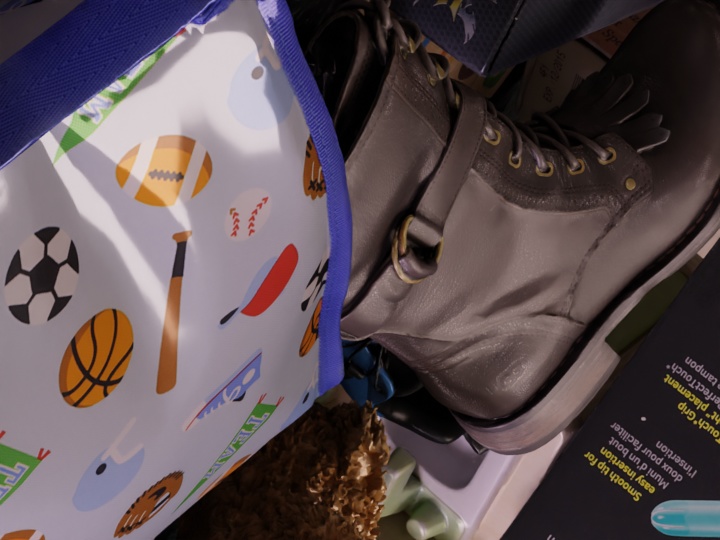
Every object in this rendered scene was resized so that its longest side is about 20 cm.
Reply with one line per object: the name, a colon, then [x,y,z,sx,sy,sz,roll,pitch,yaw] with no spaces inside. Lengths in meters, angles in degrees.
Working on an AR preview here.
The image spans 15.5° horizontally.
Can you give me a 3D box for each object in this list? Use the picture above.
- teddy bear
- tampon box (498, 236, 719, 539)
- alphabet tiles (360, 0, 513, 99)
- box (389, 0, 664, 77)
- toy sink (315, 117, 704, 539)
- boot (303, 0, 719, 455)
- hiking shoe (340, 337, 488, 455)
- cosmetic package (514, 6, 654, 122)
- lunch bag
teddy bear: [-0.040,0.128,0.909,0.145,0.067,0.200,-47,-164,20]
tampon box: [0.175,0.084,1.055,0.200,0.150,0.126,-55,162,13]
alphabet tiles: [0.010,-0.063,1.030,0.167,0.008,0.200,-53,164,11]
box: [0.107,-0.164,0.971,0.200,0.051,0.158,-26,150,-55]
toy sink: [0.045,0.041,1.113,0.200,0.130,0.112,-33,157,-43]
boot: [0.046,-0.042,0.886,0.174,0.069,0.200,40,76,-46]
hiking shoe: [0.000,0.000,0.952,0.074,0.087,0.200,-47,151,-1]
cosmetic package: [0.171,-0.120,1.147,0.200,0.103,0.087,-45,165,-26]
lunch bag: [-0.094,0.004,0.693,0.170,0.124,0.200,-42,165,-19]
